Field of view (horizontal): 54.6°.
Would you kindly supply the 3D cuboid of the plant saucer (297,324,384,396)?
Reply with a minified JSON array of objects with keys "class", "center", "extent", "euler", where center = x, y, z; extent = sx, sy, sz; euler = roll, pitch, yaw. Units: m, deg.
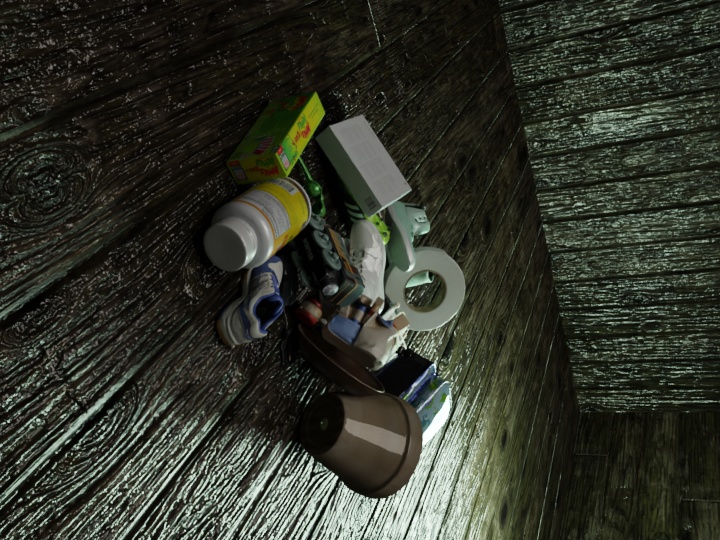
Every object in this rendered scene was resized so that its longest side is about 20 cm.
[{"class":"plant saucer","center":[-0.045,0.173,1.284],"extent":[0.037,0.200,0.200],"euler":[-52,147,3]}]

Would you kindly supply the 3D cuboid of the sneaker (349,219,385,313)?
[{"class":"sneaker","center":[0.000,0.000,1.396],"extent":[0.115,0.073,0.201],"euler":[-16,100,-65]}]

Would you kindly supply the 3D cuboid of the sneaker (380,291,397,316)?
[{"class":"sneaker","center":[0.043,0.092,1.574],"extent":[0.080,0.075,0.201],"euler":[-84,161,-48]}]

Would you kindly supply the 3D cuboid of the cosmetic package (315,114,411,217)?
[{"class":"cosmetic package","center":[0.010,-0.225,1.479],"extent":[0.201,0.052,0.151],"euler":[57,37,-1]}]

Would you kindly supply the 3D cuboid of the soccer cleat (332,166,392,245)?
[{"class":"soccer cleat","center":[-0.012,-0.132,1.498],"extent":[0.201,0.081,0.067],"euler":[58,34,-5]}]

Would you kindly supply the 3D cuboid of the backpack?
[{"class":"backpack","center":[0.105,0.299,1.517],"extent":[0.183,0.147,0.201],"euler":[-42,144,-23]}]

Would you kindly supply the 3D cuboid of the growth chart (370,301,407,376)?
[{"class":"growth chart","center":[0.057,0.179,1.534],"extent":[0.144,0.018,0.201],"euler":[-35,130,-37]}]

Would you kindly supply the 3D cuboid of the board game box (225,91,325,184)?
[{"class":"board game box","center":[-0.144,-0.231,1.208],"extent":[0.048,0.101,0.201],"euler":[65,33,-36]}]

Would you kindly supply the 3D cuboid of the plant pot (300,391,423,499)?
[{"class":"plant pot","center":[-0.011,0.309,1.302],"extent":[0.173,0.199,0.201],"euler":[31,57,-40]}]

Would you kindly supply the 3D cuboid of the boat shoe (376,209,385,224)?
[{"class":"boat shoe","center":[0.025,-0.132,1.560],"extent":[0.060,0.071,0.203],"euler":[-20,101,-59]}]

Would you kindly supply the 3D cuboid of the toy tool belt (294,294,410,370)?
[{"class":"toy tool belt","center":[-0.012,0.088,1.320],"extent":[0.123,0.199,0.125],"euler":[-57,-178,-24]}]

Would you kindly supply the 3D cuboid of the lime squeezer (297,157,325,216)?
[{"class":"lime squeezer","center":[-0.103,-0.141,1.361],"extent":[0.070,0.038,0.201],"euler":[-6,92,-32]}]

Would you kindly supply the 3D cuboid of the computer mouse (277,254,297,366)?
[{"class":"computer mouse","center":[-0.129,0.071,1.256],"extent":[0.059,0.034,0.201],"euler":[-7,92,-64]}]

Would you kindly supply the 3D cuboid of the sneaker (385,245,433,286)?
[{"class":"sneaker","center":[0.121,-0.058,1.685],"extent":[0.074,0.118,0.202],"euler":[-48,127,-56]}]

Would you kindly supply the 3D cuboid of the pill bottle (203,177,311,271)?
[{"class":"pill bottle","center":[-0.166,-0.074,1.124],"extent":[0.200,0.109,0.110],"euler":[-48,127,-56]}]

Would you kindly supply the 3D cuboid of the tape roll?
[{"class":"tape roll","center":[0.149,0.044,1.649],"extent":[0.037,0.202,0.204],"euler":[-118,-169,-69]}]

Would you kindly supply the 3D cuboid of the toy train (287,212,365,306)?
[{"class":"toy train","center":[-0.065,-0.023,1.264],"extent":[0.114,0.085,0.201],"euler":[29,26,-42]}]

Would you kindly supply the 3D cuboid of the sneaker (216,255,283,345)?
[{"class":"sneaker","center":[-0.155,0.047,1.148],"extent":[0.076,0.088,0.201],"euler":[62,33,-34]}]

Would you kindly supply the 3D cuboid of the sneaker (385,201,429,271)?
[{"class":"sneaker","center":[0.119,-0.084,1.585],"extent":[0.117,0.074,0.201],"euler":[3,52,-25]}]

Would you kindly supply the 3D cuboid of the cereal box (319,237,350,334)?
[{"class":"cereal box","center":[-0.036,0.034,1.440],"extent":[0.144,0.039,0.201],"euler":[4,82,-62]}]
